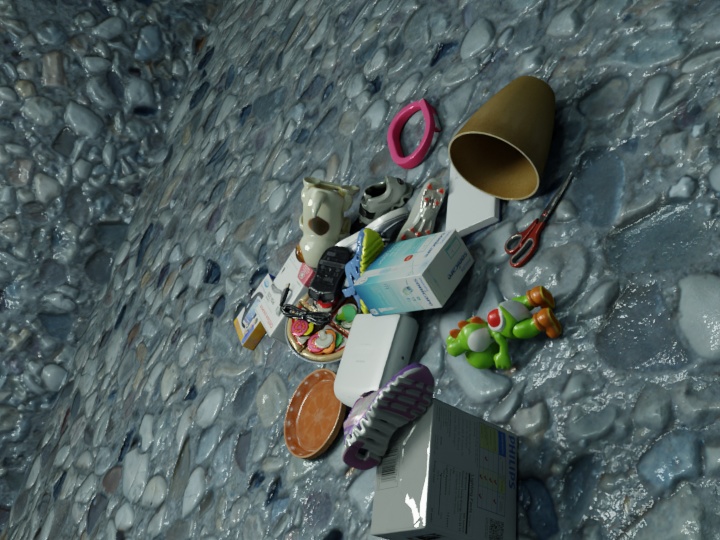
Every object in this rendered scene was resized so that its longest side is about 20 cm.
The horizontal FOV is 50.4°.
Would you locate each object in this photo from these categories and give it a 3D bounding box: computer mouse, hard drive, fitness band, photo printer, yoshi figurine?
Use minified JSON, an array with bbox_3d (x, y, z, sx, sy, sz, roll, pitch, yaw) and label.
[{"bbox_3d":[-0.101,0.035,1.723,0.140,0.046,0.201,6,62,21],"label":"computer mouse"},{"bbox_3d":[0.236,-0.170,1.590,0.132,0.025,0.201,-24,49,44],"label":"hard drive"},{"bbox_3d":[0.125,-0.333,1.850,0.144,0.037,0.201,-42,37,28],"label":"fitness band"},{"bbox_3d":[0.027,0.190,1.574,0.166,0.069,0.201,-4,64,53],"label":"photo printer"},{"bbox_3d":[0.250,0.112,1.334,0.199,0.112,0.113,-25,87,24],"label":"yoshi figurine"}]

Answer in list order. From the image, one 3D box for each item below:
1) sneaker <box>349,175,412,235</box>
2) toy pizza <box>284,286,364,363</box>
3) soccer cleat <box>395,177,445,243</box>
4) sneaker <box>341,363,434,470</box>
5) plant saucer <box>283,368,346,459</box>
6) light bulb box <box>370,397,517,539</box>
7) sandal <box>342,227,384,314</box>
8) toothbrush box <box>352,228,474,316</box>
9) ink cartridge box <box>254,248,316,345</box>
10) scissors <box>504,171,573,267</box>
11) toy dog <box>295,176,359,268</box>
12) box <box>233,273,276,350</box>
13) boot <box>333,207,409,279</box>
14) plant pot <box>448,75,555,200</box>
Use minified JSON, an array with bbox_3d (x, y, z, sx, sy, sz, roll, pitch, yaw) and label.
[{"bbox_3d":[0.025,-0.157,1.814,0.200,0.088,0.074,-43,39,29],"label":"sneaker"},{"bbox_3d":[-0.075,0.113,1.702,0.199,0.032,0.201,-7,56,10],"label":"toy pizza"},{"bbox_3d":[0.131,-0.104,1.661,0.078,0.069,0.201,-88,22,-83],"label":"soccer cleat"},{"bbox_3d":[0.034,0.211,1.186,0.200,0.080,0.089,-52,26,18],"label":"sneaker"},{"bbox_3d":[-0.096,0.317,1.685,0.200,0.032,0.201,-33,43,37],"label":"plant saucer"},{"bbox_3d":[0.136,0.333,1.204,0.125,0.199,0.199,-26,47,44],"label":"light bulb box"},{"bbox_3d":[0.000,0.000,1.650,0.087,0.079,0.201,22,121,32],"label":"sandal"},{"bbox_3d":[0.106,0.007,1.534,0.199,0.086,0.147,-9,32,48],"label":"toothbrush box"},{"bbox_3d":[-0.165,0.068,1.911,0.201,0.085,0.146,-57,33,10],"label":"ink cartridge box"},{"bbox_3d":[0.339,-0.091,1.409,0.200,0.014,0.073,-49,33,17],"label":"scissors"},{"bbox_3d":[-0.084,-0.103,1.823,0.194,0.139,0.201,-93,12,-73],"label":"toy dog"},{"bbox_3d":[-0.264,0.102,2.060,0.200,0.041,0.119,-55,34,14],"label":"box"},{"bbox_3d":[0.040,-0.060,1.754,0.199,0.073,0.091,-31,79,16],"label":"boot"},{"bbox_3d":[0.295,-0.271,1.470,0.186,0.186,0.201,0,53,53],"label":"plant pot"}]
